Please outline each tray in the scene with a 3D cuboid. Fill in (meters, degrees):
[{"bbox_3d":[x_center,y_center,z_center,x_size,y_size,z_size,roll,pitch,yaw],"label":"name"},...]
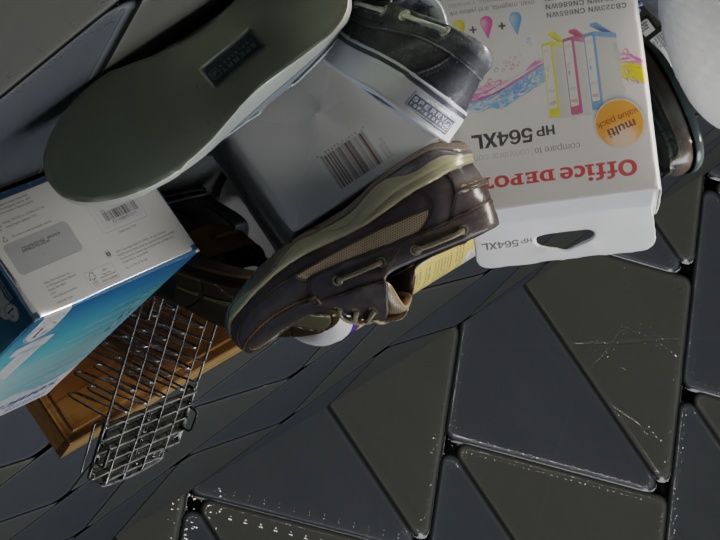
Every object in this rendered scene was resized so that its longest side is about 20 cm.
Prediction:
[{"bbox_3d":[-0.162,0.044,1.987,0.200,0.099,0.037,-31,172,-27],"label":"tray"}]

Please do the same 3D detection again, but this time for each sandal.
[{"bbox_3d":[-0.106,-0.005,1.766,0.082,0.199,0.055,114,-10,-68],"label":"sandal"}]

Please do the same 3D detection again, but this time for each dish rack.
[{"bbox_3d":[-0.147,0.049,1.883,0.153,0.054,0.201,-17,128,-63],"label":"dish rack"}]

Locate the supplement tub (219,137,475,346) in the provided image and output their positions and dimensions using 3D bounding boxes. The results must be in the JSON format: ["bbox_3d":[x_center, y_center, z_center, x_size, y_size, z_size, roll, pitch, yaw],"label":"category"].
[{"bbox_3d":[0.013,-0.051,1.973,0.200,0.146,0.145,-31,172,-22],"label":"supplement tub"}]

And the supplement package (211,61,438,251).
[{"bbox_3d":[-0.026,-0.080,1.748,0.114,0.110,0.200,-33,173,-5],"label":"supplement package"}]

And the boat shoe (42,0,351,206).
[{"bbox_3d":[-0.087,-0.098,1.522,0.201,0.070,0.072,-36,169,-5],"label":"boat shoe"}]

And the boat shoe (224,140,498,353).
[{"bbox_3d":[0.000,0.000,1.659,0.200,0.073,0.074,-37,171,26],"label":"boat shoe"}]

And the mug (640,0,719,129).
[{"bbox_3d":[0.247,-0.193,1.767,0.147,0.200,0.176,-30,134,-31],"label":"mug"}]

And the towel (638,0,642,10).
[{"bbox_3d":[0.104,-0.164,1.931,0.111,0.049,0.200,1,-159,45],"label":"towel"}]

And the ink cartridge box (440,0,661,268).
[{"bbox_3d":[0.123,-0.108,1.740,0.128,0.201,0.125,-8,173,4],"label":"ink cartridge box"}]

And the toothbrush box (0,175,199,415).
[{"bbox_3d":[-0.218,0.023,1.665,0.146,0.085,0.200,-26,168,-46],"label":"toothbrush box"}]

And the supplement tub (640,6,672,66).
[{"bbox_3d":[0.215,-0.173,2.164,0.200,0.123,0.122,-36,172,15],"label":"supplement tub"}]

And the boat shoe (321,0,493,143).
[{"bbox_3d":[0.020,-0.133,1.561,0.068,0.072,0.200,-54,-155,2],"label":"boat shoe"}]

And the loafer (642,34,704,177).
[{"bbox_3d":[0.162,-0.141,1.847,0.063,0.200,0.072,-20,156,-19],"label":"loafer"}]
